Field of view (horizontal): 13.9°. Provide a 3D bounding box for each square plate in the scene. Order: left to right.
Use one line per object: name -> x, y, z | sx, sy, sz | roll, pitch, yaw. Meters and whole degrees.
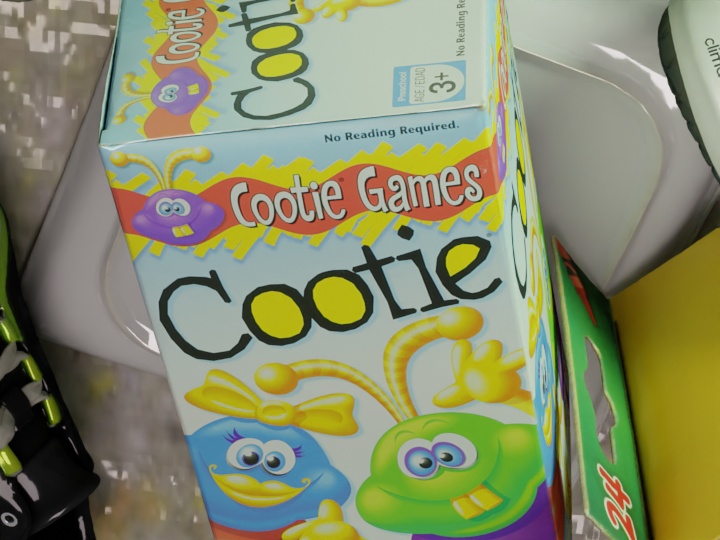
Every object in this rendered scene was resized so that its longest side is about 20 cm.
square plate -> 0.008, -0.021, 0.934 | 0.199, 0.028, 0.199 | 20, 121, -7

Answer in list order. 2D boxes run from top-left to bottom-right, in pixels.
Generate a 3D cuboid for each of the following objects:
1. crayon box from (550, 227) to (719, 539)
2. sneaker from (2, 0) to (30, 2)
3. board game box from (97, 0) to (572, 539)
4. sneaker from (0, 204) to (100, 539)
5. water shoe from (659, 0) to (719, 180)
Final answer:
crayon box -> 0.138, 0.076, 0.907 | 0.051, 0.127, 0.200 | -33, 125, 23
sneaker -> -0.110, -0.168, 0.822 | 0.090, 0.078, 0.201 | -13, 120, 10
board game box -> 0.000, 0.000, 0.847 | 0.103, 0.105, 0.200 | -6, 134, 8
sneaker -> -0.114, 0.042, 0.944 | 0.083, 0.072, 0.201 | 25, 142, 30
water shoe -> 0.164, -0.008, 0.862 | 0.079, 0.072, 0.200 | -29, 107, 16
